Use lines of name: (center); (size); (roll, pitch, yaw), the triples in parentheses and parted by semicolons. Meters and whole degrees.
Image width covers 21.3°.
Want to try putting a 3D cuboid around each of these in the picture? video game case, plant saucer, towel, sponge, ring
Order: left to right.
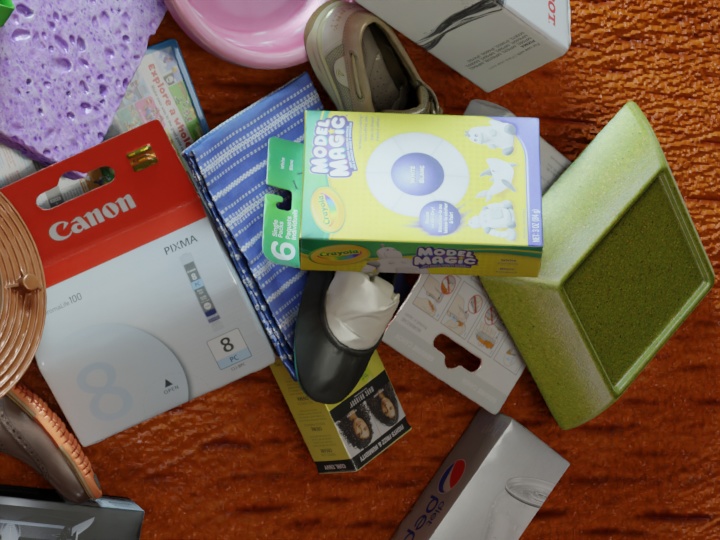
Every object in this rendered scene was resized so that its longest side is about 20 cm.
ring: (-0.304, 0.006, 1.306); (0.200, 0.019, 0.201); (13, 66, -33)
sponge: (-0.209, -0.177, 1.393); (0.111, 0.030, 0.200); (31, 75, -27)
video game case: (-0.206, -0.073, 1.434); (0.200, 0.018, 0.143); (-23, 101, -16)
plant saucer: (-0.079, -0.251, 1.425); (0.200, 0.051, 0.201); (-5, 99, -36)
towel: (-0.041, -0.032, 1.435); (0.145, 0.024, 0.200); (-37, 108, -40)
plant saucer: (0.204, 0.005, 1.517); (0.200, 0.048, 0.200); (-47, 131, -19)

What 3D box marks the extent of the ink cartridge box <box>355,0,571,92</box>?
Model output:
ink cartridge box: (0.063, -0.246, 1.421); (0.200, 0.084, 0.145); (29, 50, -37)

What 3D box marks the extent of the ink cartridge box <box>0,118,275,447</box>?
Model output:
ink cartridge box: (-0.174, 0.011, 1.395); (0.160, 0.047, 0.200); (-24, 115, 4)

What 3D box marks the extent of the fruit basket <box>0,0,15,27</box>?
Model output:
fruit basket: (-0.331, -0.230, 1.302); (0.215, 0.156, 0.216); (-5, 110, -14)

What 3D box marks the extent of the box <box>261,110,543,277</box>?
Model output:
box: (0.030, -0.057, 1.378); (0.200, 0.048, 0.118); (0, 58, 1)

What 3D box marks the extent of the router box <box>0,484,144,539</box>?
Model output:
router box: (-0.272, 0.239, 1.416); (0.200, 0.052, 0.158); (9, 92, -20)

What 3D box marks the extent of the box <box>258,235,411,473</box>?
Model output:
box: (-0.035, 0.053, 1.475); (0.075, 0.050, 0.200); (-33, 104, -40)

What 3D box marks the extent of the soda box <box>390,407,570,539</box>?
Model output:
soda box: (0.078, 0.212, 1.531); (0.068, 0.063, 0.200); (39, 81, -18)

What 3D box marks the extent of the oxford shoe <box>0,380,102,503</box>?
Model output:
oxford shoe: (-0.272, 0.107, 1.398); (0.073, 0.071, 0.200); (-45, 94, -6)

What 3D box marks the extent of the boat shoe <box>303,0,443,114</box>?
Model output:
boat shoe: (0.026, -0.118, 1.462); (0.072, 0.065, 0.200); (-45, 128, -22)

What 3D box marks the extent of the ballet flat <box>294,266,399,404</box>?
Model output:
ballet flat: (0.000, 0.000, 1.407); (0.068, 0.068, 0.200); (25, 62, -24)

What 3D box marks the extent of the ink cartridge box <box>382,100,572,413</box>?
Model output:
ink cartridge box: (0.099, -0.008, 1.496); (0.160, 0.047, 0.200); (34, 84, -43)
